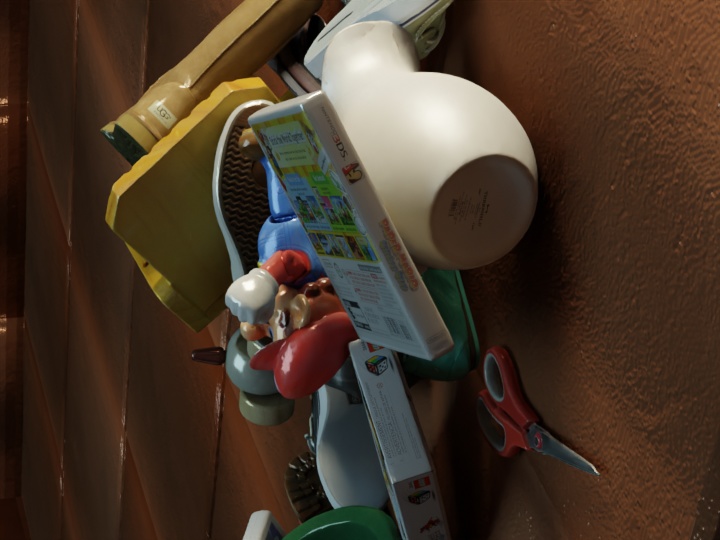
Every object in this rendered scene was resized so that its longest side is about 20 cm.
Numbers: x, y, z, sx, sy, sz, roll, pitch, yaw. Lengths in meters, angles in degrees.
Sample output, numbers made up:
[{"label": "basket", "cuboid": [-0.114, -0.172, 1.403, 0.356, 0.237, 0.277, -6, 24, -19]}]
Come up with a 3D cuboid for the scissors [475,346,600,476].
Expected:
[{"label": "scissors", "cuboid": [0.119, 0.118, 1.281, 0.200, 0.014, 0.074, -129, 41, -60]}]

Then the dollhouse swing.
[{"label": "dollhouse swing", "cuboid": [-0.131, -0.086, 1.603, 0.176, 0.200, 0.182, 46, -178, -33]}]

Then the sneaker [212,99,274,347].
[{"label": "sneaker", "cuboid": [-0.085, -0.041, 1.526, 0.085, 0.072, 0.202, -129, 35, -72]}]

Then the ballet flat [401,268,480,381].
[{"label": "ballet flat", "cuboid": [0.039, -0.015, 1.404, 0.067, 0.070, 0.202, 124, 139, -68]}]

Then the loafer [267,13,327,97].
[{"label": "loafer", "cuboid": [-0.032, -0.172, 1.609, 0.063, 0.072, 0.200, -48, 30, 5]}]

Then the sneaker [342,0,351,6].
[{"label": "sneaker", "cuboid": [-0.021, -0.261, 1.532, 0.201, 0.074, 0.081, -112, 25, -42]}]

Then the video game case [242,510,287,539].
[{"label": "video game case", "cuboid": [-0.064, 0.337, 1.599, 0.201, 0.023, 0.183, 58, -146, -34]}]

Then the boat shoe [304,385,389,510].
[{"label": "boat shoe", "cuboid": [-0.013, 0.137, 1.606, 0.068, 0.073, 0.201, 101, 159, -48]}]

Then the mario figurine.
[{"label": "mario figurine", "cuboid": [-0.065, -0.003, 1.412, 0.106, 0.123, 0.202, -25, 67, 52]}]

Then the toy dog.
[{"label": "toy dog", "cuboid": [-0.088, 0.048, 1.662, 0.200, 0.095, 0.133, -67, -10, -74]}]

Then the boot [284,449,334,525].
[{"label": "boot", "cuboid": [-0.002, 0.260, 1.632, 0.108, 0.074, 0.201, 78, 170, -53]}]

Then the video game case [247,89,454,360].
[{"label": "video game case", "cuboid": [-0.010, -0.030, 1.264, 0.183, 0.023, 0.200, 63, 170, -8]}]

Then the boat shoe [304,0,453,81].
[{"label": "boat shoe", "cuboid": [0.031, -0.187, 1.409, 0.200, 0.062, 0.072, -29, 31, 56]}]

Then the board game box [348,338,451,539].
[{"label": "board game box", "cuboid": [0.036, 0.154, 1.413, 0.201, 0.034, 0.127, 76, 177, -51]}]

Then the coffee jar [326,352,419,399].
[{"label": "coffee jar", "cuboid": [0.000, 0.000, 1.509, 0.104, 0.084, 0.202, -168, 75, -73]}]

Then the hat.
[{"label": "hat", "cuboid": [0.006, 0.308, 1.520, 0.199, 0.176, 0.167, -16, 41, 42]}]

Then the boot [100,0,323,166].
[{"label": "boot", "cuboid": [-0.125, -0.166, 1.612, 0.066, 0.200, 0.175, 46, 169, -10]}]

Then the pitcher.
[{"label": "pitcher", "cuboid": [0.036, -0.059, 1.299, 0.200, 0.120, 0.173, -132, 45, -54]}]
